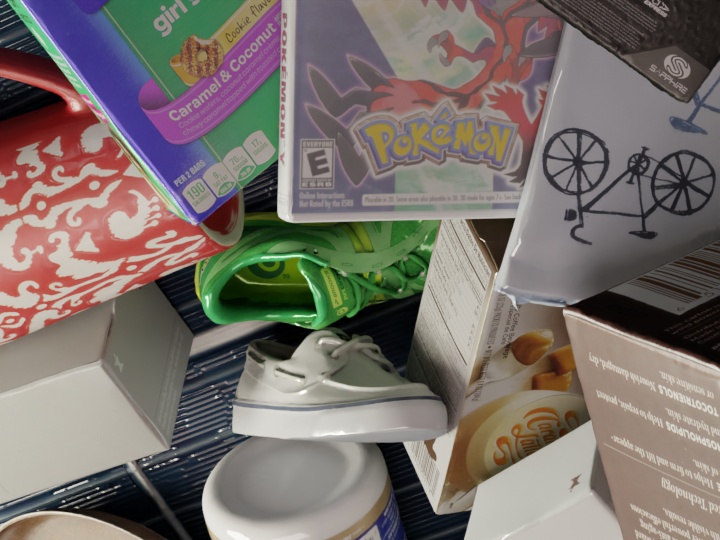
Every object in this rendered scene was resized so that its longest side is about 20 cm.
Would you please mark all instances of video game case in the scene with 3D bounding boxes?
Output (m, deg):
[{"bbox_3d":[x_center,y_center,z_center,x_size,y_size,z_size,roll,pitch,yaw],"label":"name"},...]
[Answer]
[{"bbox_3d":[0.055,-0.118,1.561,0.199,0.023,0.183,-2,98,-19],"label":"video game case"}]

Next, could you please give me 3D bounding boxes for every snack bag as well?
[{"bbox_3d":[0.179,-0.063,1.590,0.188,0.021,0.201,11,98,-19],"label":"snack bag"}]

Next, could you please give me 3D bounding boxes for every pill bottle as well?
[{"bbox_3d":[-0.020,0.203,1.841,0.115,0.116,0.200,-5,123,15],"label":"pill bottle"}]

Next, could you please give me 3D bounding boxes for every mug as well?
[{"bbox_3d":[-0.187,-0.043,1.691,0.199,0.134,0.178,-19,141,19],"label":"mug"}]

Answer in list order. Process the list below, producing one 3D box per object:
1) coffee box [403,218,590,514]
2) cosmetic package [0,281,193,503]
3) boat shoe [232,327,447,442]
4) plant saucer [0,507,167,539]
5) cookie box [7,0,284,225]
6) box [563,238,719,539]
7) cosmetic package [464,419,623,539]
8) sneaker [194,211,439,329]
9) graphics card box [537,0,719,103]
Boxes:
[{"bbox_3d":[0.098,0.038,1.686,0.114,0.080,0.200,-7,137,-20],"label":"coffee box"},{"bbox_3d":[-0.208,0.073,1.794,0.199,0.107,0.090,-15,128,22],"label":"cosmetic package"},{"bbox_3d":[-0.018,0.065,1.721,0.073,0.066,0.200,3,177,-34],"label":"boat shoe"},{"bbox_3d":[-0.152,0.224,1.911,0.200,0.032,0.201,17,133,19],"label":"plant saucer"},{"bbox_3d":[-0.089,-0.155,1.564,0.171,0.075,0.200,-40,104,-9],"label":"cookie box"},{"bbox_3d":[0.231,0.092,1.532,0.166,0.164,0.201,-24,109,-20],"label":"box"},{"bbox_3d":[0.161,0.185,1.673,0.101,0.071,0.200,-32,114,32],"label":"cosmetic package"},{"bbox_3d":[0.000,0.000,1.714,0.199,0.084,0.074,-12,122,16],"label":"sneaker"},{"bbox_3d":[0.171,-0.200,1.512,0.125,0.051,0.200,33,96,-13],"label":"graphics card box"}]
